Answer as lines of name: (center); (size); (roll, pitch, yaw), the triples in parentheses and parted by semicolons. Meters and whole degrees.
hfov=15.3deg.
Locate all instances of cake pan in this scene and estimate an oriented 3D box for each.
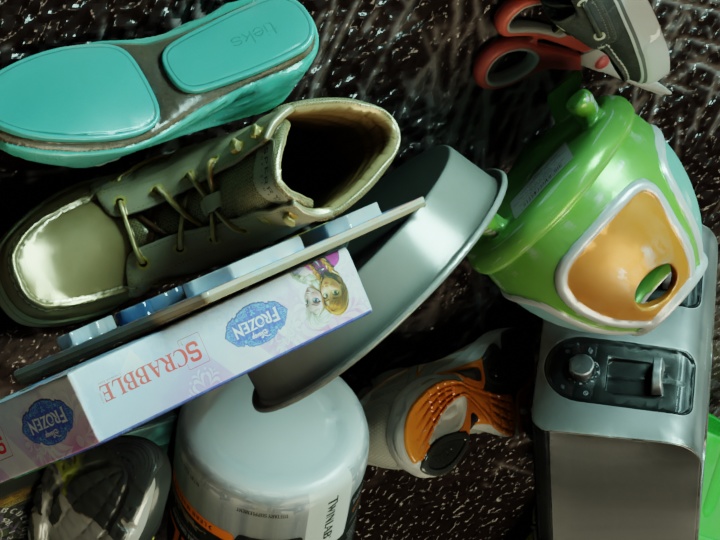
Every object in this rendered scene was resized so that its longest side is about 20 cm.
cake pan: (0.000, 0.000, 1.552); (0.200, 0.037, 0.200); (-42, -168, 10)

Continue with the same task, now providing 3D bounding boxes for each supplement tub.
supplement tub: (-0.063, 0.158, 1.713); (0.122, 0.123, 0.201); (-21, 144, -24)

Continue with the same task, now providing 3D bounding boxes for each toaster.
toaster: (0.174, 0.085, 1.784); (0.118, 0.182, 0.201); (5, 145, 9)

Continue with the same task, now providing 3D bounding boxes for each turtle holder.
turtle holder: (0.133, -0.026, 1.625); (0.141, 0.132, 0.185); (-52, -171, -20)

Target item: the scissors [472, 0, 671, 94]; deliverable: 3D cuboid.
scissors: (0.145, -0.137, 1.645); (0.199, 0.014, 0.073); (1, 130, -43)

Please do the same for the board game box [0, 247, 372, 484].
board game box: (-0.126, 0.061, 1.431); (0.199, 0.041, 0.199); (-25, -179, -40)

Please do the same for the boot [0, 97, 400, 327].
boot: (-0.088, -0.033, 1.426); (0.199, 0.073, 0.155); (-20, -179, -32)

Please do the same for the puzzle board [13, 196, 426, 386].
puzzle board: (-0.074, 0.006, 1.437); (0.150, 0.018, 0.200); (-23, -178, 39)

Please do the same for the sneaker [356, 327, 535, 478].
sneaker: (0.048, 0.084, 1.792); (0.200, 0.091, 0.076); (-18, 105, -57)

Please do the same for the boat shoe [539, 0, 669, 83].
boat shoe: (0.127, -0.168, 1.548); (0.056, 0.069, 0.200); (-30, 142, 3)

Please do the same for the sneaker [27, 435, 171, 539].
sneaker: (-0.158, 0.163, 1.634); (0.084, 0.075, 0.200); (-14, 150, -43)

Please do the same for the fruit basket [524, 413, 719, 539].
fruit basket: (0.209, 0.197, 2.025); (0.215, 0.155, 0.217); (-30, 135, -34)

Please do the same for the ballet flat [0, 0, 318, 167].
ballet flat: (-0.113, -0.088, 1.410); (0.199, 0.068, 0.071); (-19, 157, -24)

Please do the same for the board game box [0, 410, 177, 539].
board game box: (-0.214, 0.152, 1.646); (0.199, 0.028, 0.136); (-16, 142, -32)
